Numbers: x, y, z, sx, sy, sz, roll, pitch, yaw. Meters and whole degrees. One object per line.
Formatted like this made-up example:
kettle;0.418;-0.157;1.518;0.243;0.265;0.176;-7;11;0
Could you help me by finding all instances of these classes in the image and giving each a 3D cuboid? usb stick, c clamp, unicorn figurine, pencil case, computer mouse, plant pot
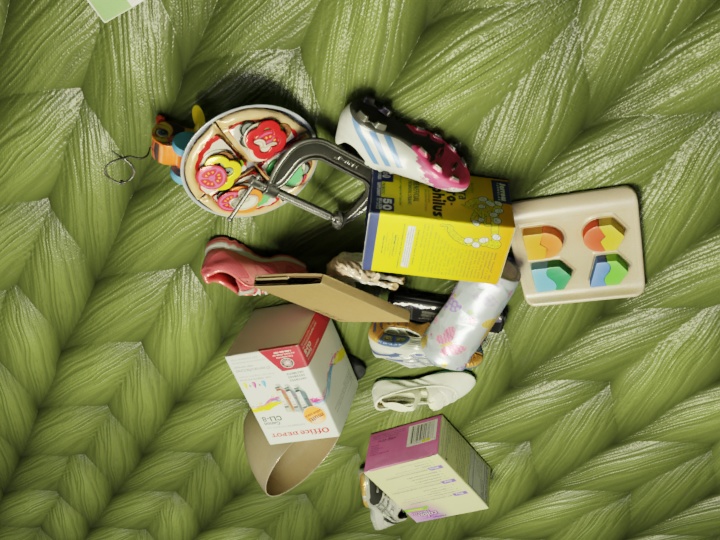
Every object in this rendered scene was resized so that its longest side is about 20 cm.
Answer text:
usb stick;0.143;0.069;1.257;0.199;0.033;0.056;8;140;5
c clamp;-0.069;-0.114;1.092;0.199;0.027;0.171;17;123;-32
unicorn figurine;0.000;0.000;1.178;0.136;0.074;0.200;6;166;11
pencil case;0.168;0.061;1.178;0.091;0.083;0.201;36;119;19
computer mouse;-0.089;0.180;1.413;0.199;0.034;0.059;4;134;10
plant pot;-0.150;0.317;1.471;0.134;0.200;0.201;39;141;26

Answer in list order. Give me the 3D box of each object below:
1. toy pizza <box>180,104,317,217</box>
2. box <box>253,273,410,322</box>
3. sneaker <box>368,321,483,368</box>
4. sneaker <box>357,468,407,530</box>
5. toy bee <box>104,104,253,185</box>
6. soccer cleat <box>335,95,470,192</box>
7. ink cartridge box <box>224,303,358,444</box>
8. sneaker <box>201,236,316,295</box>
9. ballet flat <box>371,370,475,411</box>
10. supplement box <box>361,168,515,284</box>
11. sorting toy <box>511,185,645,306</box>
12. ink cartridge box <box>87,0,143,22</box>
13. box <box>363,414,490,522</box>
toy pizza;-0.152;-0.144;1.062;0.199;0.032;0.201;-15;141;-13
box;-0.043;0.045;1.184;0.163;0.021;0.200;-3;159;45
sneaker;0.112;0.133;1.307;0.199;0.076;0.088;14;146;9
sneaker;0.051;0.491;1.658;0.087;0.076;0.201;-15;133;5
toy bee;-0.255;-0.184;1.079;0.199;0.109;0.131;14;131;-36
soccer cleat;0.057;-0.162;1.043;0.199;0.070;0.086;32;140;-9
ink cartridge box;-0.113;0.177;1.315;0.145;0.145;0.201;-11;118;22
sneaker;-0.168;0.017;1.241;0.199;0.087;0.074;16;135;-2
ballet flat;0.114;0.231;1.391;0.199;0.070;0.070;-8;130;19
supplement box;0.107;-0.065;1.072;0.199;0.109;0.110;6;134;-2
sorting toy;0.321;-0.026;1.123;0.184;0.037;0.201;-7;130;19
ink cartridge box;-0.270;-0.404;0.898;0.199;0.048;0.146;-16;127;26
box;0.138;0.404;1.526;0.175;0.097;0.200;-23;123;30
